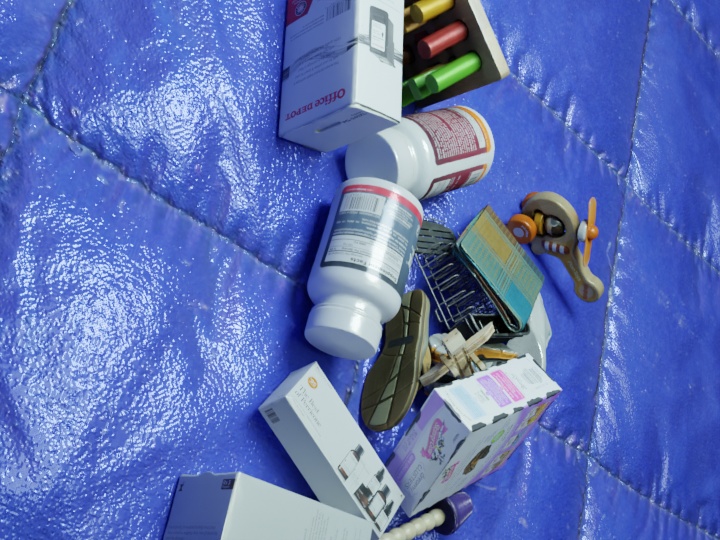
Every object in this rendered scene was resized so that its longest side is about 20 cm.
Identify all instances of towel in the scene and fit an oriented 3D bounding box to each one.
[{"bbox_3d":[0.194,-0.007,1.361,0.147,0.022,0.200,53,26,-4],"label":"towel"}]

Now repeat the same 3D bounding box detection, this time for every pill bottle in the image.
[{"bbox_3d":[0.080,-0.153,1.319,0.199,0.114,0.115,-19,93,-45],"label":"pill bottle"},{"bbox_3d":[0.000,0.000,1.203,0.119,0.119,0.202,34,59,-33],"label":"pill bottle"}]

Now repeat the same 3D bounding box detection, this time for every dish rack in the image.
[{"bbox_3d":[0.138,0.010,1.330,0.153,0.054,0.202,5,56,-55],"label":"dish rack"}]

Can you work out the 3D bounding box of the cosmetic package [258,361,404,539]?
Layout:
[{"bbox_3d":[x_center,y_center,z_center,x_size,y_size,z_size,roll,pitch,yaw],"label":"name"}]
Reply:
[{"bbox_3d":[-0.030,0.214,1.146,0.201,0.050,0.083,57,32,-9],"label":"cosmetic package"}]

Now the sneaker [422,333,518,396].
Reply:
[{"bbox_3d":[0.146,0.129,1.352,0.199,0.078,0.078,2,109,-49],"label":"sneaker"}]

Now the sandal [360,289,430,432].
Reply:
[{"bbox_3d":[0.058,0.118,1.265,0.054,0.080,0.202,43,49,-36],"label":"sandal"}]

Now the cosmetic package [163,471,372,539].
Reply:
[{"bbox_3d":[-0.096,0.281,1.052,0.199,0.112,0.082,28,62,-34],"label":"cosmetic package"}]

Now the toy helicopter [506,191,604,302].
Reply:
[{"bbox_3d":[0.324,-0.036,1.510,0.201,0.132,0.079,56,49,-18],"label":"toy helicopter"}]

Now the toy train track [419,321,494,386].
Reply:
[{"bbox_3d":[0.139,0.133,1.248,0.114,0.033,0.200,-37,148,-5],"label":"toy train track"}]

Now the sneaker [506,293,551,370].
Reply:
[{"bbox_3d":[0.255,0.109,1.458,0.088,0.075,0.202,25,62,-50],"label":"sneaker"}]

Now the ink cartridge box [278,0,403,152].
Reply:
[{"bbox_3d":[-0.023,-0.264,1.225,0.083,0.144,0.202,16,69,-41],"label":"ink cartridge box"}]

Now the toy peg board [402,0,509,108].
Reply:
[{"bbox_3d":[0.067,-0.311,1.299,0.097,0.199,0.201,-32,103,-28],"label":"toy peg board"}]

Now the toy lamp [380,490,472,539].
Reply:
[{"bbox_3d":[0.066,0.323,1.234,0.199,0.058,0.059,-10,87,-44],"label":"toy lamp"}]

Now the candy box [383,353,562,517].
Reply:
[{"bbox_3d":[0.138,0.204,1.239,0.199,0.169,0.072,-12,51,-46],"label":"candy box"}]
